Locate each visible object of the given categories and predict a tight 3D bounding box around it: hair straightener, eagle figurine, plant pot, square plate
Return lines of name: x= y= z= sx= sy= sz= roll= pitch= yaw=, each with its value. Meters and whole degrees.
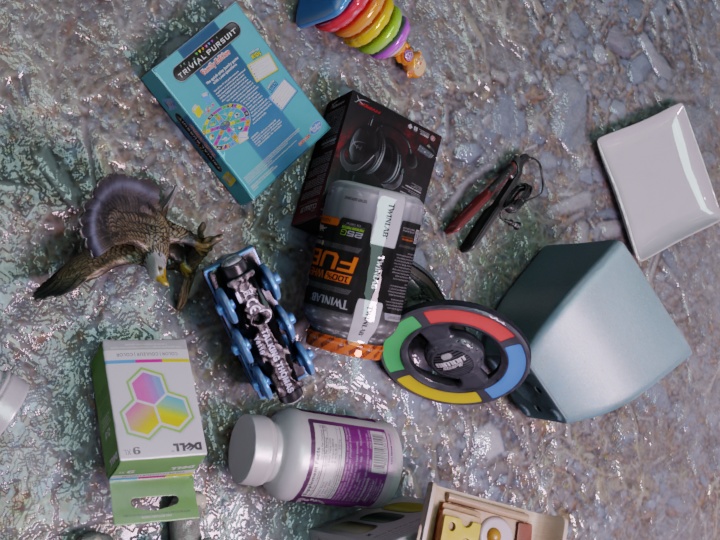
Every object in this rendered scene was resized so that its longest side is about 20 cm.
hair straightener: x=0.202 y=-0.092 z=1.648 sx=0.077 sy=0.041 sz=0.200 roll=50 pitch=60 yaw=-15
eagle figurine: x=-0.260 y=-0.030 z=1.311 sx=0.198 sy=0.150 sz=0.154 roll=8 pitch=91 yaw=-35
plant pot: x=0.289 y=0.100 z=1.586 sx=0.200 sy=0.195 sz=0.197 roll=-41 pitch=104 yaw=-20
square plate: x=0.462 y=-0.138 z=1.799 sx=0.199 sy=0.028 sz=0.200 roll=-24 pitch=95 yaw=-29

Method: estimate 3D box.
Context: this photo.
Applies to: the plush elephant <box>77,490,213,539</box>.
plush elephant: x=-0.211 y=0.364 z=1.288 sx=0.163 sy=0.154 sz=0.203 roll=-11 pitch=89 yaw=-29

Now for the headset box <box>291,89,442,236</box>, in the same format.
headset box: x=0.007 y=-0.109 z=1.513 sx=0.148 sy=0.077 sz=0.202 roll=24 pitch=71 yaw=-25

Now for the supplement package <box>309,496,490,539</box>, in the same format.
supplement package: x=0.058 y=0.374 z=1.412 sx=0.150 sy=0.199 sz=0.153 roll=-13 pitch=90 yaw=-30

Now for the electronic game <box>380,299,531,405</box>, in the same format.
electronic game: x=0.121 y=0.109 z=1.489 sx=0.199 sy=0.200 sz=0.042 roll=33 pitch=44 yaw=-21

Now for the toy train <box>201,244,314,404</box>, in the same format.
toy train: x=-0.124 y=0.065 z=1.376 sx=0.086 sy=0.114 sz=0.202 roll=-28 pitch=113 yaw=-13

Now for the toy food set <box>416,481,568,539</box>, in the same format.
toy food set: x=0.145 y=0.333 z=1.315 sx=0.198 sy=0.060 sz=0.145 roll=20 pitch=74 yaw=-27

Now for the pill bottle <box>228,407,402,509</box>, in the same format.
pill bottle: x=-0.057 y=0.229 z=1.417 sx=0.198 sy=0.112 sz=0.114 roll=12 pitch=78 yaw=-27

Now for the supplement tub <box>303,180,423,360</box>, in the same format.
supplement tub: x=0.000 y=0.000 z=1.397 sx=0.121 sy=0.122 sz=0.203 roll=12 pitch=91 yaw=-27

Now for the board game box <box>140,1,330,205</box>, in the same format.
board game box: x=-0.154 y=-0.209 z=1.452 sx=0.151 sy=0.047 sz=0.201 roll=-45 pitch=105 yaw=-26

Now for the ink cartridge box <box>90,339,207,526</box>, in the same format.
ink cartridge box: x=-0.238 y=0.179 z=1.309 sx=0.103 sy=0.059 sz=0.202 roll=1 pitch=60 yaw=-29

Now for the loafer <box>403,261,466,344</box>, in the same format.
loafer: x=0.076 y=0.050 z=1.509 sx=0.200 sy=0.071 sz=0.063 roll=41 pitch=33 yaw=-35

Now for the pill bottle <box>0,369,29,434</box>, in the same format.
pill bottle: x=-0.453 y=0.097 z=1.211 sx=0.200 sy=0.111 sz=0.112 roll=39 pitch=67 yaw=-19

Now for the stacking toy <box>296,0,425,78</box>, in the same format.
stacking toy: x=0.022 y=-0.324 z=1.545 sx=0.200 sy=0.109 sz=0.117 roll=39 pitch=64 yaw=-31
